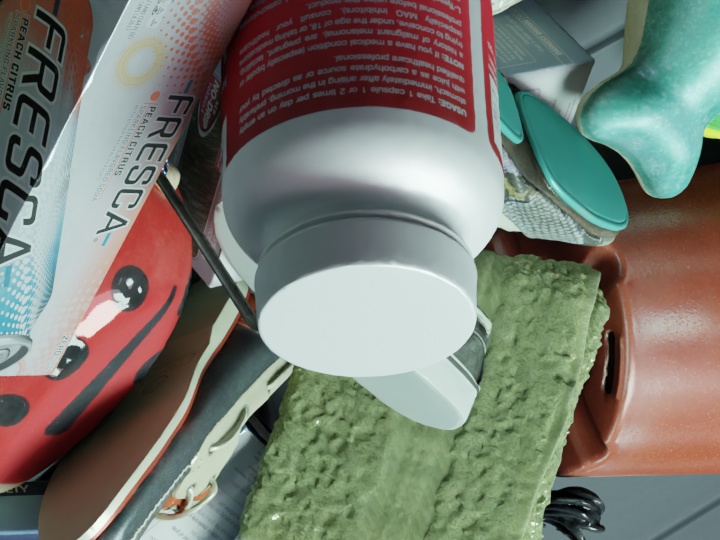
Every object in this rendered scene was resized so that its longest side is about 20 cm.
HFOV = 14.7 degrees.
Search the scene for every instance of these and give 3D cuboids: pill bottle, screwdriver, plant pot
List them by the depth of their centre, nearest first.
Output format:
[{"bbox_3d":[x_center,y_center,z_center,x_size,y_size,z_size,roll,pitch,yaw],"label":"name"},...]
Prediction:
[{"bbox_3d":[0.000,-0.064,1.120,0.112,0.200,0.112,-1,147,-1],"label":"pill bottle"},{"bbox_3d":[-0.076,-0.034,1.161,0.029,0.200,0.028,-20,132,-20],"label":"screwdriver"},{"bbox_3d":[0.177,0.028,1.499,0.195,0.201,0.201,-5,133,-31],"label":"plant pot"}]

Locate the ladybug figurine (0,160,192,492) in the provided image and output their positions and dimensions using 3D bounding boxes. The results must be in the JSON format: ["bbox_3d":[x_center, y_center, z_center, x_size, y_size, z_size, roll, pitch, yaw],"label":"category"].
[{"bbox_3d":[-0.143,0.030,1.262,0.200,0.072,0.136,-49,157,20],"label":"ladybug figurine"}]

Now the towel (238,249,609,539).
[{"bbox_3d":[0.031,0.077,1.381,0.036,0.148,0.200,71,34,-72],"label":"towel"}]

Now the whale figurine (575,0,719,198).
[{"bbox_3d":[0.186,-0.130,1.344,0.159,0.104,0.200,41,76,-35],"label":"whale figurine"}]

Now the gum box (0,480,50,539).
[{"bbox_3d":[-0.207,0.194,1.341,0.170,0.045,0.200,0,121,-13],"label":"gum box"}]

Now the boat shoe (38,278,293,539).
[{"bbox_3d":[-0.086,0.078,1.309,0.071,0.200,0.063,-18,116,32],"label":"boat shoe"}]

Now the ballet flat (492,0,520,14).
[{"bbox_3d":[0.034,-0.144,1.266,0.200,0.062,0.067,12,120,-50],"label":"ballet flat"}]

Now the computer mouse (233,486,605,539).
[{"bbox_3d":[0.017,0.129,1.436,0.200,0.110,0.044,-10,107,-29],"label":"computer mouse"}]

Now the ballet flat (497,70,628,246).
[{"bbox_3d":[0.055,-0.057,1.288,0.072,0.072,0.200,-45,145,6],"label":"ballet flat"}]

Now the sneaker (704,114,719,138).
[{"bbox_3d":[0.226,-0.136,1.457,0.200,0.074,0.084,-33,149,-28],"label":"sneaker"}]

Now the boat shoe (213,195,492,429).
[{"bbox_3d":[0.000,0.000,1.293,0.200,0.071,0.064,48,58,-48],"label":"boat shoe"}]

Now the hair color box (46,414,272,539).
[{"bbox_3d":[-0.128,0.144,1.432,0.200,0.061,0.100,-41,147,0],"label":"hair color box"}]

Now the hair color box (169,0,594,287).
[{"bbox_3d":[0.007,-0.064,1.331,0.200,0.061,0.099,-13,137,-36],"label":"hair color box"}]

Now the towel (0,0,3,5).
[{"bbox_3d":[-0.170,-0.105,1.120,0.148,0.036,0.200,-20,140,-31],"label":"towel"}]

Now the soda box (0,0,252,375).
[{"bbox_3d":[-0.122,-0.053,1.125,0.068,0.064,0.200,1,125,-49],"label":"soda box"}]
